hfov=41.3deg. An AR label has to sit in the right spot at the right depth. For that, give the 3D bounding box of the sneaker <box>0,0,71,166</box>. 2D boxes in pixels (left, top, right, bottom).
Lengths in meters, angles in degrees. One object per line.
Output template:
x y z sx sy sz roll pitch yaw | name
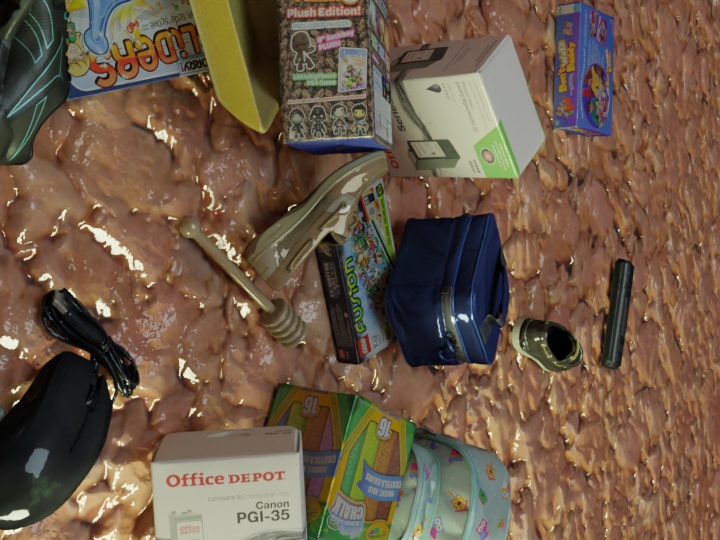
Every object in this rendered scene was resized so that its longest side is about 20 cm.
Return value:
-0.274 -0.181 0.779 0.079 0.075 0.202 25 89 -49 | sneaker

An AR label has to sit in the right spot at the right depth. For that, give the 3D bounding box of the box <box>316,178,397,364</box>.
0.000 0.000 1.162 0.110 0.034 0.203 -29 114 -46 | box

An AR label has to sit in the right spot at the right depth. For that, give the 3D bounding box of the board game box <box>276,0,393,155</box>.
-0.024 -0.232 1.015 0.159 0.095 0.203 -10 98 -81 | board game box

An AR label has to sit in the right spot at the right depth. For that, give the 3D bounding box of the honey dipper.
-0.123 0.011 1.010 0.200 0.038 0.038 51 55 -37 | honey dipper

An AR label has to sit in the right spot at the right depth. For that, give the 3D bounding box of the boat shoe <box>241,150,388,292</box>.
-0.037 -0.055 1.043 0.199 0.071 0.065 -40 87 -18 | boat shoe

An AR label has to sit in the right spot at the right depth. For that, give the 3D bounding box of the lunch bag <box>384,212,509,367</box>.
0.119 0.027 1.192 0.201 0.130 0.137 -73 150 -43 | lunch bag

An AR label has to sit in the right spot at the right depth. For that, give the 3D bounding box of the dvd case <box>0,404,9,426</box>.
-0.354 0.124 0.742 0.146 0.022 0.202 -46 127 -40 | dvd case

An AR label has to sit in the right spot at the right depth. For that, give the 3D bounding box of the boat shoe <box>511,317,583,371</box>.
0.316 0.124 1.538 0.200 0.060 0.073 22 75 -49 | boat shoe

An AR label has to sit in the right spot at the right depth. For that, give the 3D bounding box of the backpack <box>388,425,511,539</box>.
0.074 0.277 1.138 0.153 0.198 0.178 29 71 -47 | backpack

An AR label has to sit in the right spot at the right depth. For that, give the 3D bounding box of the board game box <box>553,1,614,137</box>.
0.376 -0.333 1.602 0.134 0.044 0.203 1 91 -51 | board game box

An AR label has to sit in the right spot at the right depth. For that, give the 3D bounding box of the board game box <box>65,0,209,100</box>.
-0.215 -0.240 0.884 0.199 0.034 0.137 -27 113 -47 | board game box

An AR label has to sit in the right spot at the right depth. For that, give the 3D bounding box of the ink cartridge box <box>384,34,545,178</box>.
0.102 -0.192 1.150 0.084 0.198 0.146 -51 128 -32 | ink cartridge box

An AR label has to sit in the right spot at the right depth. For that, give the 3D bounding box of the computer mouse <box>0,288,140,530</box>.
-0.254 0.126 0.817 0.139 0.052 0.202 58 41 -39 | computer mouse

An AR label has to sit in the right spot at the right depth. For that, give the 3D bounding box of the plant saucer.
-0.120 -0.259 0.935 0.201 0.048 0.202 -77 157 -59 | plant saucer

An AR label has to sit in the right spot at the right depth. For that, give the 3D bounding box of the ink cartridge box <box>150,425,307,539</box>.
-0.124 0.264 0.929 0.083 0.144 0.203 -118 -155 -82 | ink cartridge box

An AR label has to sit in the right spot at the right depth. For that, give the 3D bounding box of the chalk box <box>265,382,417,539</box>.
-0.039 0.243 1.056 0.124 0.123 0.203 31 68 -47 | chalk box

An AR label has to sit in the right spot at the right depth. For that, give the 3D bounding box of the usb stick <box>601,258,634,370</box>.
0.474 0.079 1.754 0.055 0.032 0.203 25 72 -56 | usb stick
